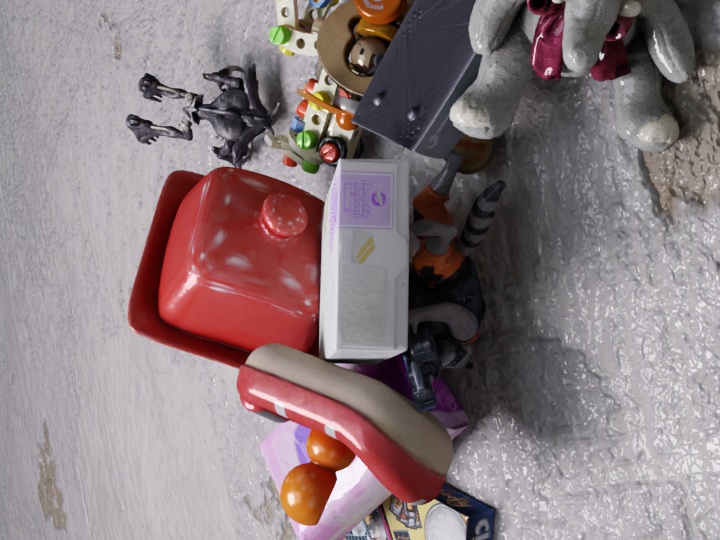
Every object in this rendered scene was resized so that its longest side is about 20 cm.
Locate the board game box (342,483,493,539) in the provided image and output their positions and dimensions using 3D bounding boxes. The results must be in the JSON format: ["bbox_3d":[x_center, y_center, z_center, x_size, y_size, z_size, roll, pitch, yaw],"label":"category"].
[{"bbox_3d":[0.048,0.264,1.088,0.199,0.034,0.137,18,110,52],"label":"board game box"}]

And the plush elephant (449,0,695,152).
[{"bbox_3d":[0.155,-0.182,0.741,0.163,0.155,0.202,13,92,8],"label":"plush elephant"}]

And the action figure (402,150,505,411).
[{"bbox_3d":[0.074,0.020,0.932,0.201,0.104,0.194,-99,2,-48],"label":"action figure"}]

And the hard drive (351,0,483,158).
[{"bbox_3d":[0.077,-0.187,0.882,0.201,0.042,0.135,-60,30,4],"label":"hard drive"}]

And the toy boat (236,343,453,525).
[{"bbox_3d":[-0.024,0.151,0.932,0.199,0.130,0.132,18,80,33],"label":"toy boat"}]

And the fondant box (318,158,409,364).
[{"bbox_3d":[0.000,0.000,0.912,0.200,0.058,0.146,131,141,-80],"label":"fondant box"}]

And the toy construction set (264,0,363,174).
[{"bbox_3d":[-0.045,-0.175,1.091,0.131,0.092,0.201,29,130,20],"label":"toy construction set"}]

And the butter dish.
[{"bbox_3d":[-0.093,-0.020,1.040,0.148,0.199,0.201,131,154,-52],"label":"butter dish"}]

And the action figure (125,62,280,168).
[{"bbox_3d":[-0.160,-0.176,1.252,0.199,0.102,0.120,11,98,26],"label":"action figure"}]

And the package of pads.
[{"bbox_3d":[-0.002,0.160,1.057,0.200,0.075,0.121,-46,57,24],"label":"package of pads"}]

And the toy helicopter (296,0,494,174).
[{"bbox_3d":[0.035,-0.155,0.972,0.132,0.079,0.200,-42,74,1],"label":"toy helicopter"}]
